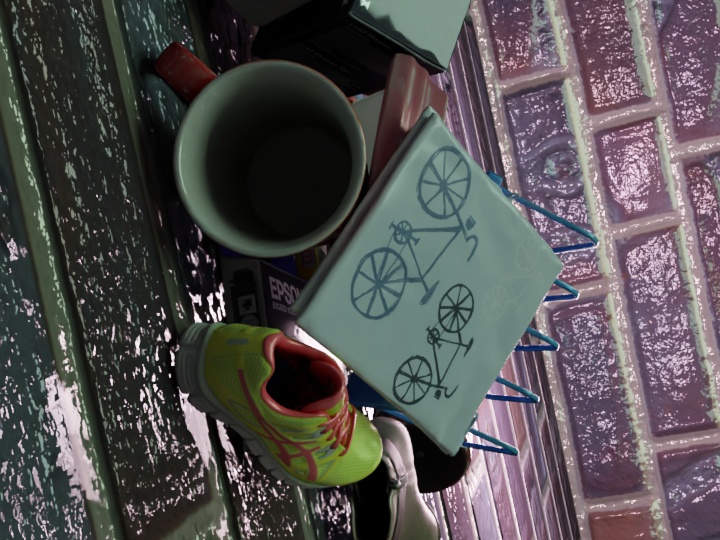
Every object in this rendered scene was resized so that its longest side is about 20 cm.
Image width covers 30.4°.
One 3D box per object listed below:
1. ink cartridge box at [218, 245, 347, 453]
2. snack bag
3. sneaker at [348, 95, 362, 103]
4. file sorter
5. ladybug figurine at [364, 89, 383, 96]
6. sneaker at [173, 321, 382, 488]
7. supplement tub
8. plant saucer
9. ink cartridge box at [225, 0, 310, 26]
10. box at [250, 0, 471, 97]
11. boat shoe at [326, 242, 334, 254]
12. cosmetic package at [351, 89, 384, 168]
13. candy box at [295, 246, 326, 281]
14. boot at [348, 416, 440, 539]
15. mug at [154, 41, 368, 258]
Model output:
[{"bbox_3d":[-0.059,0.053,1.093,0.198,0.043,0.200,30,49,-71],"label":"ink cartridge box"},{"bbox_3d":[0.059,0.012,0.979,0.200,0.021,0.189,43,72,-36],"label":"snack bag"},{"bbox_3d":[0.001,-0.137,1.430,0.200,0.078,0.090,68,10,-47],"label":"sneaker"},{"bbox_3d":[0.093,0.041,1.098,0.200,0.123,0.139,-67,-165,-10],"label":"file sorter"},{"bbox_3d":[-0.004,-0.246,1.303,0.200,0.072,0.136,59,-24,15],"label":"ladybug figurine"},{"bbox_3d":[-0.037,0.098,0.933,0.200,0.090,0.078,38,52,-42],"label":"sneaker"},{"bbox_3d":[0.068,0.134,1.412,0.200,0.107,0.107,-82,156,-54],"label":"supplement tub"},{"bbox_3d":[0.033,-0.068,1.048,0.201,0.051,0.201,9,90,-89],"label":"plant saucer"},{"bbox_3d":[-0.089,-0.325,1.090,0.144,0.084,0.200,40,42,-40],"label":"ink cartridge box"},{"bbox_3d":[0.017,-0.266,1.141,0.104,0.182,0.200,25,77,-26],"label":"box"},{"bbox_3d":[0.000,0.000,1.232,0.066,0.074,0.200,51,-15,40],"label":"boat shoe"},{"bbox_3d":[0.042,-0.066,1.275,0.200,0.074,0.102,64,-7,5],"label":"cosmetic package"},{"bbox_3d":[-0.044,-0.048,1.274,0.102,0.026,0.200,47,34,-71],"label":"candy box"},{"bbox_3d":[0.025,0.231,1.217,0.146,0.070,0.201,-32,114,-77],"label":"boot"},{"bbox_3d":[-0.060,-0.094,0.998,0.200,0.133,0.178,16,56,-84],"label":"mug"}]
